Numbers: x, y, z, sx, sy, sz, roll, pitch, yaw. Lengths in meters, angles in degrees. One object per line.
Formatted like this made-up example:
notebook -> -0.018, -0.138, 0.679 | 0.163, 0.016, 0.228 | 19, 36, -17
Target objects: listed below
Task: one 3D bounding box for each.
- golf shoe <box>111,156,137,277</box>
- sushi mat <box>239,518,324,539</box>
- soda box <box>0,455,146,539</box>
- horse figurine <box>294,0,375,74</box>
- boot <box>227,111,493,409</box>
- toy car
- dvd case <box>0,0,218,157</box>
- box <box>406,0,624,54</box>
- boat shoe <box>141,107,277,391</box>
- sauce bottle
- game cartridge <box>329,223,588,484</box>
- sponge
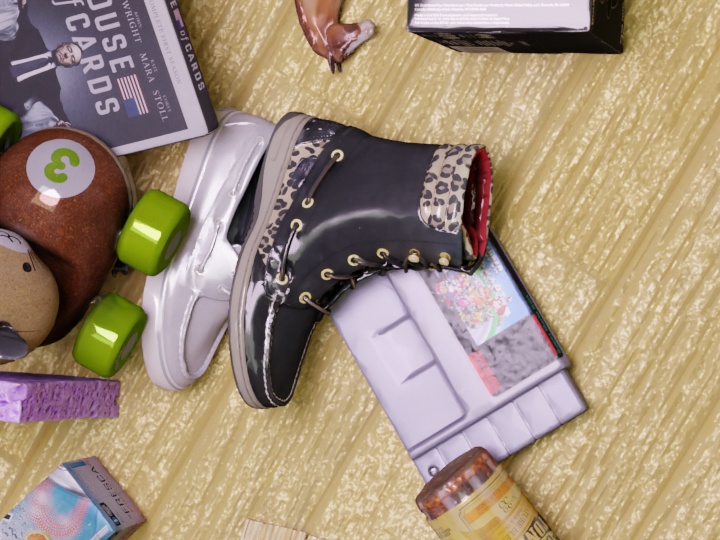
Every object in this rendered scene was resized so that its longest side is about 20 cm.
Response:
golf shoe -> -0.249, -0.039, 1.627 | 0.199, 0.078, 0.095 | -4, 71, 12
sushi mat -> -0.063, 0.280, 1.599 | 0.095, 0.012, 0.201 | 18, 93, 15
soda box -> -0.250, 0.220, 1.616 | 0.200, 0.068, 0.064 | -43, 80, 11
horse figurine -> -0.037, -0.251, 1.564 | 0.132, 0.050, 0.200 | -40, 103, 23
boot -> 0.000, -0.001, 1.519 | 0.153, 0.073, 0.205 | 7, 81, 24
toy car -> -0.230, -0.002, 1.467 | 0.164, 0.200, 0.158 | 28, 111, 7
dvd case -> -0.207, -0.143, 1.535 | 0.199, 0.025, 0.151 | -12, 106, 24
box -> 0.107, -0.249, 1.493 | 0.124, 0.148, 0.201 | 2, 91, 15
boat shoe -> -0.095, -0.011, 1.580 | 0.068, 0.072, 0.201 | 14, 83, 31
sauce bottle -> 0.120, 0.212, 1.522 | 0.066, 0.066, 0.200 | -39, 94, 10
game cartridge -> 0.056, 0.039, 1.564 | 0.129, 0.038, 0.201 | -33, 82, 16
sponge -> -0.246, 0.084, 1.551 | 0.111, 0.200, 0.030 | 4, 88, 13
